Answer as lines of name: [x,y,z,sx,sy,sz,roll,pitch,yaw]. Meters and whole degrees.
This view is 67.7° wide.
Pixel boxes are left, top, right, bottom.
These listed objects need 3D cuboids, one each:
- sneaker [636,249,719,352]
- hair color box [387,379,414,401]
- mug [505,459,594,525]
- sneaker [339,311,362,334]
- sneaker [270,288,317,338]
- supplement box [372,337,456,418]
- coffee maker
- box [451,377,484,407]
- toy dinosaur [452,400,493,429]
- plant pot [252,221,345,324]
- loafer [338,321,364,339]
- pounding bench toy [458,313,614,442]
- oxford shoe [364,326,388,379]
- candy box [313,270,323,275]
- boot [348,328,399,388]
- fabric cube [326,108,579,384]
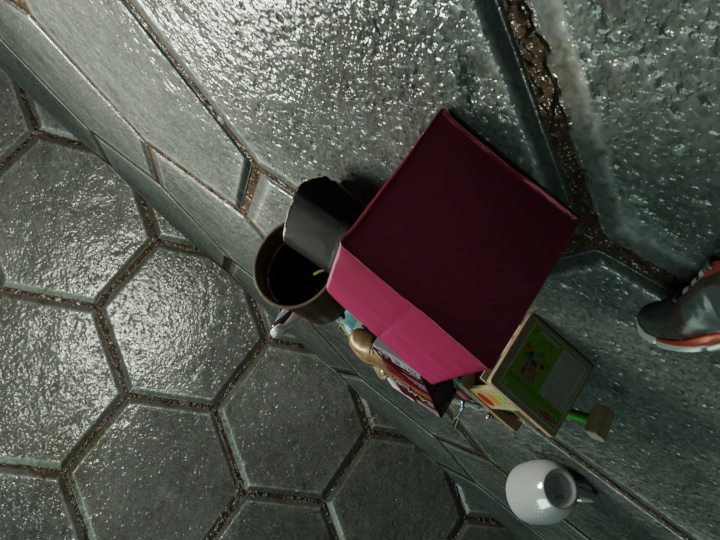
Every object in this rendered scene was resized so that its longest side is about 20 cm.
sneaker: [0.319,0.019,0.464,0.084,0.075,0.199,67,161,0]
hair color box: [0.119,0.315,1.654,0.098,0.061,0.202,27,158,39]
mug: [0.484,0.553,1.339,0.192,0.153,0.177,8,155,-3]
sneaker: [-0.030,0.114,1.415,0.079,0.076,0.201,12,153,-5]
sneaker: [-0.189,0.077,1.342,0.114,0.200,0.075,45,129,-2]
supplement box: [0.103,0.182,0.978,0.107,0.061,0.202,27,159,35]
coffee maker: [-0.023,-0.053,0.835,0.197,0.138,0.191,34,-172,22]
box: [0.166,0.154,1.056,0.200,0.105,0.181,44,164,-10]
toy dinosaur: [0.273,0.275,1.248,0.181,0.102,0.207,39,132,52]
plant pot: [-0.114,0.020,1.214,0.197,0.203,0.199,31,169,25]
loafer: [-0.012,0.204,1.651,0.197,0.068,0.076,18,154,53]
pounding bench toy: [0.281,0.193,0.857,0.198,0.125,0.156,39,164,1]
oxford shoe: [0.039,0.195,1.380,0.075,0.070,0.202,48,-168,-31]
candy box: [-0.117,0.013,1.421,0.198,0.057,0.117,38,165,14]
boot: [0.041,0.173,1.167,0.198,0.074,0.076,33,161,38]
fabric cube: [0.090,-0.013,0.630,0.198,0.198,0.200,38,164,3]
